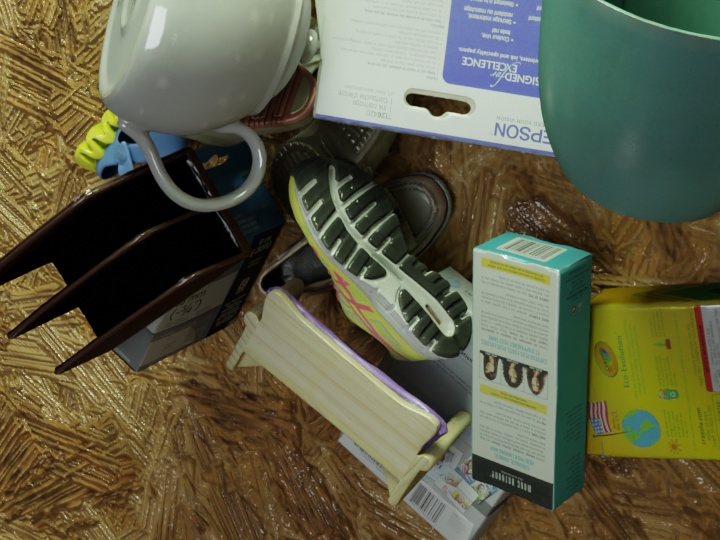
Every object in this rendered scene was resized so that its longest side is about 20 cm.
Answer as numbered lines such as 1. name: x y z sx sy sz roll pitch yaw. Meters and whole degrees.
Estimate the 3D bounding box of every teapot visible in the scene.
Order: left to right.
1. teapot: -0.102 -0.180 1.033 0.200 0.145 0.199 -53 30 43

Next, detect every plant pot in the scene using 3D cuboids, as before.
1. plant pot: 0.208 -0.132 0.939 0.199 0.200 0.162 28 132 24

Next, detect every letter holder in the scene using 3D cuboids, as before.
1. letter holder: -0.213 0.005 1.125 0.199 0.142 0.101 -32 88 36

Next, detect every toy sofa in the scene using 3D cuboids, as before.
1. toy sofa: -0.005 0.089 1.169 0.199 0.083 0.098 38 124 11

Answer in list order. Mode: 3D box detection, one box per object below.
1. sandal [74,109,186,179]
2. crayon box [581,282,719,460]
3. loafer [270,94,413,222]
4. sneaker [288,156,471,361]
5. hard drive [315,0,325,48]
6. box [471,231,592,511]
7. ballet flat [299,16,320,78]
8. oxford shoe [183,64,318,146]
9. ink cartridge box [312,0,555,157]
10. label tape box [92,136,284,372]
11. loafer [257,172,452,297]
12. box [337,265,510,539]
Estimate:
1. sandal: -0.187 -0.139 1.286 0.087 0.079 0.200 47 135 8
2. crayon box: 0.246 0.077 1.069 0.198 0.051 0.128 -2 105 35
3. loafer: -0.012 -0.103 1.179 0.076 0.068 0.200 60 144 8
4. sneaker: 0.000 0.000 1.141 0.201 0.078 0.090 54 147 -5
5. hard drive: 0.060 -0.232 1.066 0.198 0.026 0.133 -2 106 17
6. box: 0.133 0.078 1.090 0.082 0.049 0.202 17 118 38
7. ballet flat: -0.041 -0.195 1.160 0.199 0.069 0.070 -37 84 32
8. oxford shoe: -0.100 -0.138 1.150 0.199 0.074 0.071 12 72 40
9. ink cartridge box: 0.070 -0.200 1.037 0.195 0.047 0.202 11 111 11
10. label tape box: -0.142 -0.018 1.247 0.063 0.144 0.201 40 125 16
11. loafer: -0.008 -0.020 1.204 0.199 0.063 0.072 -28 89 38
12. box: 0.083 0.122 1.206 0.156 0.041 0.201 39 125 18
